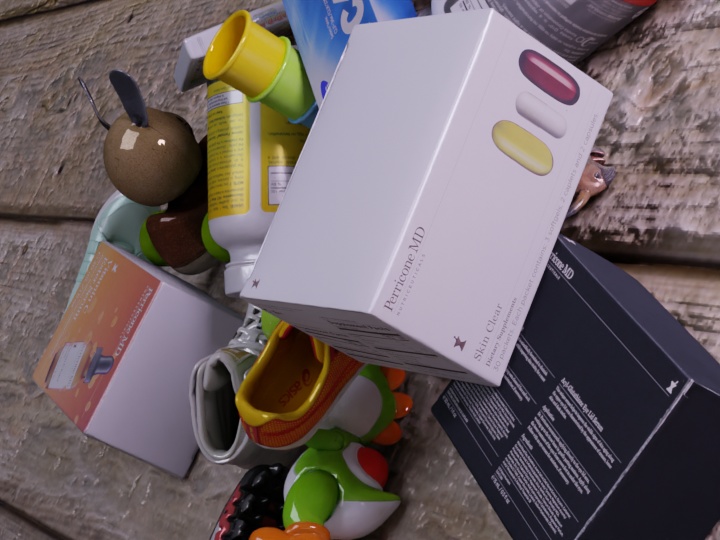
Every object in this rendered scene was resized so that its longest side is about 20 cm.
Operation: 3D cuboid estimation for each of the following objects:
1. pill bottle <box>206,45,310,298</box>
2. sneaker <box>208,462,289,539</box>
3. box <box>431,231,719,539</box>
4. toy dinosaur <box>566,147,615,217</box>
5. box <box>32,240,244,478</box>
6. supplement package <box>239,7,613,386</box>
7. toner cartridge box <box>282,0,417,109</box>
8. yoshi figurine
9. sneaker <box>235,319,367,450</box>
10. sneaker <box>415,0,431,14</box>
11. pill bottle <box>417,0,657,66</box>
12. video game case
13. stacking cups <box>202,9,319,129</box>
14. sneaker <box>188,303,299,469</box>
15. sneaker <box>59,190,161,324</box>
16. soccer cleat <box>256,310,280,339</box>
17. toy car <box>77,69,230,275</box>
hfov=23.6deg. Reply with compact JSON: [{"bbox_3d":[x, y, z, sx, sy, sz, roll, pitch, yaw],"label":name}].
[{"bbox_3d":[-0.072,-0.079,1.440,0.112,0.112,0.201,-10,79,58],"label":"pill bottle"},{"bbox_3d":[-0.101,0.240,1.285,0.098,0.071,0.201,-19,51,51],"label":"sneaker"},{"bbox_3d":[0.136,0.086,1.004,0.141,0.079,0.200,-58,26,14],"label":"box"},{"bbox_3d":[0.079,-0.045,1.229,0.200,0.086,0.136,-50,35,34],"label":"toy dinosaur"},{"bbox_3d":[-0.200,0.076,1.575,0.153,0.106,0.200,-63,26,-2],"label":"box"},{"bbox_3d":[0.039,-0.047,1.082,0.156,0.111,0.201,5,70,57],"label":"supplement package"},{"bbox_3d":[-0.005,-0.182,1.289,0.095,0.043,0.201,-53,44,40],"label":"toner cartridge box"},{"bbox_3d":[-0.038,0.132,1.240,0.112,0.112,0.201,-38,30,52],"label":"yoshi figurine"},{"bbox_3d":[-0.014,0.033,1.180,0.200,0.073,0.077,-60,-16,-18],"label":"sneaker"},{"bbox_3d":[0.076,-0.183,1.377,0.200,0.070,0.090,-41,36,46],"label":"sneaker"},{"bbox_3d":[0.123,-0.196,1.246,0.200,0.116,0.116,-37,36,40],"label":"pill bottle"},{"bbox_3d":[-0.076,-0.213,1.534,0.181,0.023,0.200,-24,1,-9],"label":"video game case"},{"bbox_3d":[-0.029,-0.127,1.357,0.060,0.200,0.061,-37,36,33],"label":"stacking cups"},{"bbox_3d":[-0.072,0.055,1.323,0.073,0.116,0.201,8,86,22],"label":"sneaker"},{"bbox_3d":[-0.248,0.017,1.749,0.201,0.073,0.118,-66,19,14],"label":"sneaker"},{"bbox_3d":[0.000,0.000,1.304,0.081,0.068,0.200,16,39,27],"label":"soccer cleat"},{"bbox_3d":[-0.171,-0.111,1.569,0.158,0.200,0.164,-53,24,-22],"label":"toy car"}]
